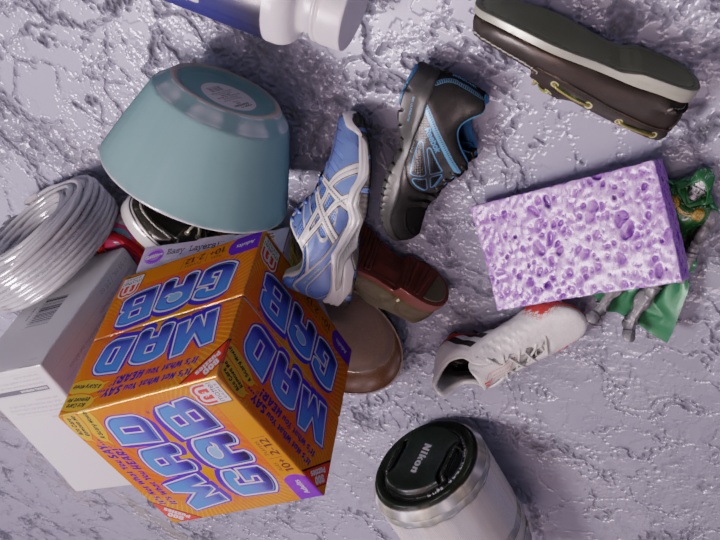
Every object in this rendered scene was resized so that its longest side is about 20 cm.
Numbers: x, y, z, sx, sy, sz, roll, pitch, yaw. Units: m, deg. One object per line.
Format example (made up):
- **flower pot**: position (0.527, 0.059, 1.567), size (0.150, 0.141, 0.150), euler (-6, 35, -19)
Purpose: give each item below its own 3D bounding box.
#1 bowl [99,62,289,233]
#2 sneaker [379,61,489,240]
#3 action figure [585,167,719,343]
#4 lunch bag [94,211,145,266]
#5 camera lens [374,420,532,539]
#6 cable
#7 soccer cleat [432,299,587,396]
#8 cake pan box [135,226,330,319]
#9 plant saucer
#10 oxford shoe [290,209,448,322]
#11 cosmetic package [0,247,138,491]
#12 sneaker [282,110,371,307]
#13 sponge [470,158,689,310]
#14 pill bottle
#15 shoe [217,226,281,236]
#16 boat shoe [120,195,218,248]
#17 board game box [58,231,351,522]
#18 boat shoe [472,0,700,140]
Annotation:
- **bowl**: position (-0.151, -0.136, 0.869), size (0.199, 0.201, 0.106), euler (26, 117, 3)
- **sneaker**: position (0.069, -0.102, 0.852), size (0.081, 0.073, 0.201), euler (18, 135, 9)
- **action figure**: position (0.286, -0.018, 0.835), size (0.117, 0.055, 0.201), euler (25, 131, 9)
- **lunch bag**: position (-0.267, 0.018, 1.127), size (0.200, 0.082, 0.176), euler (43, 131, -17)
- **camera lens**: position (0.122, 0.311, 1.128), size (0.159, 0.160, 0.201), euler (-12, 123, 34)
- **cable**: position (-0.386, -0.032, 1.052), size (0.199, 0.201, 0.069), euler (-19, 124, 33)
- **soccer cleat**: position (0.163, 0.092, 0.967), size (0.199, 0.085, 0.069), euler (-21, 117, 38)
- **cake pan box**: position (-0.146, 0.042, 1.028), size (0.198, 0.053, 0.185), euler (-6, 129, 16)
- **plant saucer**: position (-0.036, 0.077, 1.093), size (0.198, 0.032, 0.202), euler (13, 133, 15)
- **oxford shoe**: position (0.000, 0.000, 0.980), size (0.199, 0.071, 0.074), euler (34, 138, -4)
- **cosmetic package**: position (-0.312, 0.119, 1.037), size (0.122, 0.200, 0.201), euler (-12, 125, 27)
- **sneaker**: position (-0.031, -0.063, 0.882), size (0.076, 0.076, 0.202), euler (9, 98, -2)
- **sponge**: position (0.205, -0.030, 0.832), size (0.199, 0.030, 0.113), euler (-12, 92, 40)
- **pill bottle**: position (-0.093, -0.267, 0.760), size (0.198, 0.111, 0.112), euler (22, 135, 7)
- **shoe**: position (-0.171, -0.086, 0.996), size (0.053, 0.070, 0.200), euler (-36, 117, 23)
- **boat shoe**: position (-0.194, -0.038, 1.048), size (0.199, 0.071, 0.064), euler (35, 137, -17)
- **board game box**: position (-0.153, 0.118, 0.928), size (0.198, 0.201, 0.200), euler (-17, 128, 24)
- **boat shoe**: position (0.182, -0.170, 0.734), size (0.200, 0.072, 0.061), euler (23, 132, 3)
